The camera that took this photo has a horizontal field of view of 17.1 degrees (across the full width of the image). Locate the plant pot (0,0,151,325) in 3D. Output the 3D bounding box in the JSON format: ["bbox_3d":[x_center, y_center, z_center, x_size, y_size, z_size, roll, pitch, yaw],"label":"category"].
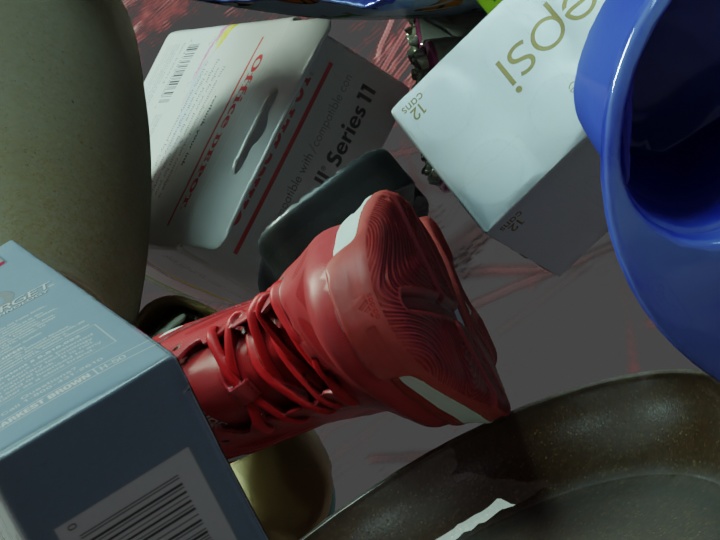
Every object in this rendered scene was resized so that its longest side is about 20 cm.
[{"bbox_3d":[-0.160,-0.019,0.953,0.187,0.187,0.200,-34,38,7],"label":"plant pot"}]

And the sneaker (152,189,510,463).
[{"bbox_3d":[-0.019,0.035,0.745,0.115,0.079,0.200,-27,-7,5],"label":"sneaker"}]

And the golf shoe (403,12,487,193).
[{"bbox_3d":[0.065,-0.079,1.017,0.091,0.076,0.200,-9,16,1],"label":"golf shoe"}]

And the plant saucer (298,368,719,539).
[{"bbox_3d":[0.029,0.097,0.646,0.200,0.032,0.200,-29,14,8],"label":"plant saucer"}]

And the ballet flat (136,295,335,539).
[{"bbox_3d":[-0.059,0.057,0.884,0.069,0.063,0.200,-35,18,-3],"label":"ballet flat"}]

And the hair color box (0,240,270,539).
[{"bbox_3d":[-0.085,0.060,0.708,0.061,0.099,0.200,-30,18,-14],"label":"hair color box"}]

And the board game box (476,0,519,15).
[{"bbox_3d":[0.126,-0.172,0.872,0.101,0.048,0.200,6,-50,-50],"label":"board game box"}]

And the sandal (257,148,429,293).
[{"bbox_3d":[-0.001,0.001,0.900,0.075,0.048,0.200,-37,-6,2],"label":"sandal"}]

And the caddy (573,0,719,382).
[{"bbox_3d":[0.151,-0.052,0.635,0.200,0.142,0.105,-37,14,0],"label":"caddy"}]

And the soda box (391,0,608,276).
[{"bbox_3d":[0.111,-0.094,0.849,0.200,0.064,0.068,-44,59,13],"label":"soda box"}]

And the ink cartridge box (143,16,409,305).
[{"bbox_3d":[-0.051,-0.047,1.075,0.117,0.067,0.200,-63,23,-8],"label":"ink cartridge box"}]

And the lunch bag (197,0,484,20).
[{"bbox_3d":[-0.021,-0.165,0.985,0.199,0.124,0.170,3,6,39],"label":"lunch bag"}]
